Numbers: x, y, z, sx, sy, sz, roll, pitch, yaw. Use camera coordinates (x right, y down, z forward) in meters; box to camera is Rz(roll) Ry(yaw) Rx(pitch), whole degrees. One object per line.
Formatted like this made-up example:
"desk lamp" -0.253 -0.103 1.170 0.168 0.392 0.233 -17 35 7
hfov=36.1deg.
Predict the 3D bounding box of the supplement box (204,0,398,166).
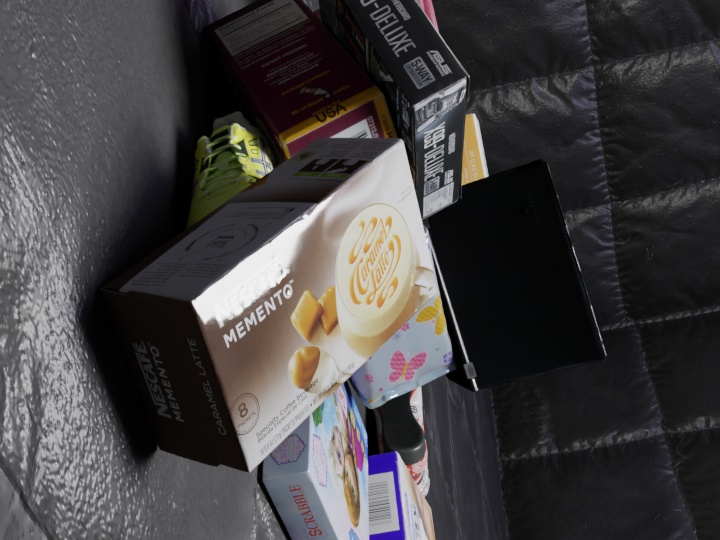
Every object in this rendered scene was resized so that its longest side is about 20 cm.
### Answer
"supplement box" -0.044 -0.129 0.894 0.200 0.085 0.111 55 -11 46

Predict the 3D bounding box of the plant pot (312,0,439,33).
"plant pot" -0.004 -0.197 1.136 0.200 0.177 0.202 -10 90 -81

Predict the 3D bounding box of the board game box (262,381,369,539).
"board game box" -0.034 0.162 0.972 0.201 0.041 0.201 -91 166 -48

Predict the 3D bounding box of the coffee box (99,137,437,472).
"coffee box" -0.046 0.012 0.668 0.200 0.079 0.115 -40 124 -42

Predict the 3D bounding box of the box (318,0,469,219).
"box" 0.024 -0.150 0.883 0.159 0.049 0.200 60 -8 21

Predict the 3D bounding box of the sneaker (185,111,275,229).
"sneaker" -0.097 -0.059 0.789 0.200 0.075 0.077 -105 174 -72

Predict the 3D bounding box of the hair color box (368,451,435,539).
"hair color box" 0.039 0.287 1.212 0.200 0.064 0.110 67 15 -59

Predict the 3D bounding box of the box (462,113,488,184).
"box" 0.049 -0.096 1.276 0.097 0.198 0.126 -11 89 -80

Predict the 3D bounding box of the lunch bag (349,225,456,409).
"lunch bag" 0.000 0.000 1.074 0.200 0.126 0.171 47 -22 52

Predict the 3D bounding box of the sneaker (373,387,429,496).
"sneaker" 0.048 0.201 1.375 0.202 0.066 0.109 -97 -177 -59

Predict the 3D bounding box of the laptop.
"laptop" 0.127 0.009 1.068 0.200 0.115 0.189 173 -101 -83
